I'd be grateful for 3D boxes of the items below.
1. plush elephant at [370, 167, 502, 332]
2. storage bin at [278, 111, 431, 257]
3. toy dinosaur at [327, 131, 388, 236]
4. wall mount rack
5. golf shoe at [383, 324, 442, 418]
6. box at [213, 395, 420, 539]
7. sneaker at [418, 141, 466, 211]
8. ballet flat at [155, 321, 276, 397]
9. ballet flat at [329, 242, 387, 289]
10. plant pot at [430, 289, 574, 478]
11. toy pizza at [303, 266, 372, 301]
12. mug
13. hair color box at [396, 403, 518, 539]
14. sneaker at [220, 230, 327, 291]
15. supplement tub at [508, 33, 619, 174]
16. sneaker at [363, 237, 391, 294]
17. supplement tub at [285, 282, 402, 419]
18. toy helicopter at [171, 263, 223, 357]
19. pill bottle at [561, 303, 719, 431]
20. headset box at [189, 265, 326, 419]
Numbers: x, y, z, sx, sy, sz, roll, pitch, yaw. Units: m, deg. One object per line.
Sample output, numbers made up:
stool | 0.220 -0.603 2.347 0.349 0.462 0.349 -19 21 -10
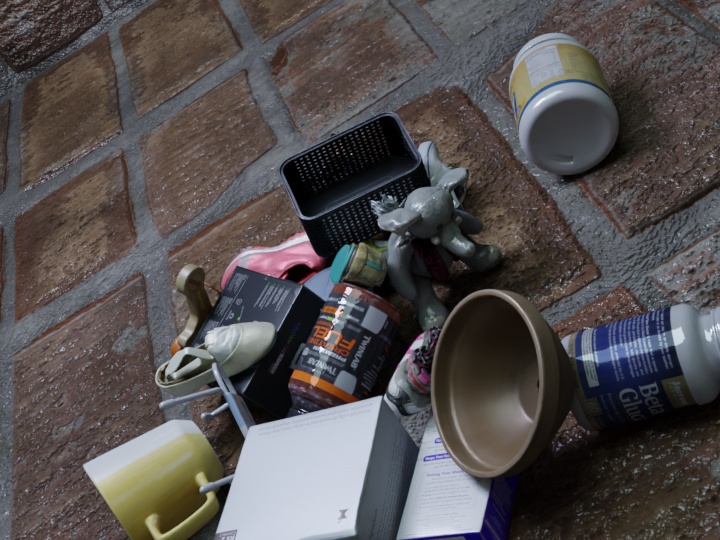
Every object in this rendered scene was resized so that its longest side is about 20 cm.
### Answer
plush elephant | 0.100 -0.049 1.596 0.164 0.200 0.155 -40 -6 -19
storage bin | -0.005 -0.127 1.763 0.198 0.094 0.136 -25 50 -2
toy dinosaur | 0.006 -0.139 1.881 0.086 0.136 0.199 -42 34 -13
wall mount rack | -0.174 0.216 1.517 0.074 0.174 0.201 -31 74 2
golf shoe | 0.077 0.127 1.487 0.092 0.073 0.200 -45 -7 23
box | -0.043 0.278 1.390 0.197 0.131 0.201 -15 37 26
sneaker | 0.128 -0.130 1.837 0.070 0.074 0.201 -10 43 7
ballet flat | -0.203 0.116 1.618 0.199 0.069 0.070 -31 30 28
ballet flat | 0.000 0.000 1.638 0.070 0.071 0.200 -39 3 -8
plant pot | 0.168 0.125 1.296 0.200 0.092 0.204 -18 69 58
toy pizza | -0.052 0.083 1.723 0.199 0.032 0.202 -31 40 29
mug | -0.255 0.291 1.580 0.152 0.150 0.187 -34 63 -16
hair color box | 0.120 0.237 1.361 0.108 0.065 0.201 -13 40 31
sneaker | -0.140 0.003 1.887 0.198 0.074 0.087 -23 35 18
supplement tub | 0.296 -0.250 1.760 0.143 0.145 0.201 -23 33 16
sneaker | 0.041 0.000 1.746 0.199 0.074 0.082 -2 53 48
supplement tub | -0.028 0.126 1.575 0.106 0.107 0.202 10 71 48
toy helicopter | -0.229 0.059 1.786 0.078 0.201 0.132 26 58 28
pill bottle | 0.327 0.101 1.306 0.198 0.112 0.112 -18 35 24
headset box | -0.139 0.102 1.695 0.199 0.093 0.176 12 69 53
